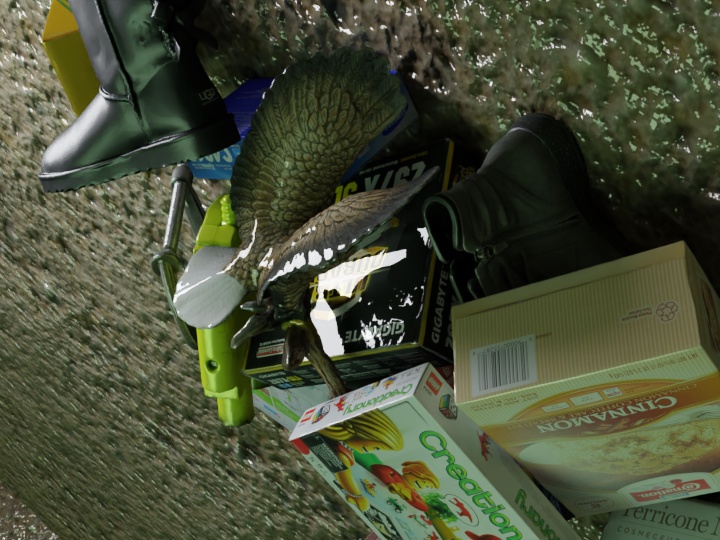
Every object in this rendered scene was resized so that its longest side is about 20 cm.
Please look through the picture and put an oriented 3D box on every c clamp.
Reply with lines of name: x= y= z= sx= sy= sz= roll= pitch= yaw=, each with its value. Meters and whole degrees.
c clamp: x=-0.171 y=-0.031 z=1.170 sx=0.027 sy=0.201 sz=0.172 roll=-10 pitch=135 yaw=8

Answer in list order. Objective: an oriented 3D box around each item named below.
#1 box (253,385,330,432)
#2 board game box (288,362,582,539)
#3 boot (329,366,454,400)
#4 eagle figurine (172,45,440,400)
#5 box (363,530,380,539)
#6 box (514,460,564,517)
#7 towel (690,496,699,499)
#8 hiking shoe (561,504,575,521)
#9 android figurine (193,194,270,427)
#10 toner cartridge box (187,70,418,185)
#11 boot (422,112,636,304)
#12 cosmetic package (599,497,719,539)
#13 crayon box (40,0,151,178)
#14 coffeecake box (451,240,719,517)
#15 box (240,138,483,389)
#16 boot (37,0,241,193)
box: x=-0.041 y=0.085 z=1.195 sx=0.199 sy=0.097 sz=0.178 roll=29 pitch=146 yaw=31
board game box: x=0.059 y=0.158 z=0.831 sx=0.126 sy=0.035 sz=0.200 roll=-26 pitch=112 yaw=43
boot: x=0.009 y=0.033 z=0.984 sx=0.200 sy=0.144 sz=0.073 roll=50 pitch=171 yaw=32
eagle figurine: x=-0.030 y=-0.033 z=0.829 sx=0.151 sy=0.151 sz=0.201 roll=28 pitch=136 yaw=13
box: x=0.095 y=0.322 z=1.233 sx=0.166 sy=0.164 sz=0.200 roll=49 pitch=152 yaw=-5
box: x=0.116 y=0.199 z=0.913 sx=0.069 sy=0.065 sz=0.202 roll=-3 pitch=124 yaw=20
towel: x=0.166 y=0.125 z=1.025 sx=0.201 sy=0.035 sz=0.192 roll=55 pitch=151 yaw=-14
hiking shoe: x=0.134 y=0.147 z=0.959 sx=0.100 sy=0.076 sz=0.201 roll=17 pitch=128 yaw=0
android figurine: x=-0.098 y=0.022 z=1.022 sx=0.041 sy=0.182 sz=0.202 roll=5 pitch=114 yaw=12
toner cartridge box: x=-0.055 y=-0.113 z=0.970 sx=0.199 sy=0.095 sz=0.043 roll=8 pitch=134 yaw=51
boot: x=0.120 y=0.005 z=0.836 sx=0.067 sy=0.131 sz=0.201 roll=-5 pitch=123 yaw=54
cosmetic package: x=0.258 y=0.293 z=0.893 sx=0.166 sy=0.201 sz=0.166 roll=2 pitch=148 yaw=50
crayon box: x=-0.211 y=-0.176 z=1.023 sx=0.201 sy=0.050 sz=0.128 roll=-97 pitch=-9 yaw=-53
coffeecake box: x=0.169 y=0.079 z=0.785 sx=0.152 sy=0.074 sz=0.200 roll=-17 pitch=143 yaw=25
box: x=0.000 y=0.000 z=0.933 sx=0.049 sy=0.161 sz=0.199 roll=28 pitch=153 yaw=-36
boot: x=-0.177 y=-0.149 z=0.869 sx=0.197 sy=0.073 sz=0.164 roll=-10 pitch=104 yaw=37
